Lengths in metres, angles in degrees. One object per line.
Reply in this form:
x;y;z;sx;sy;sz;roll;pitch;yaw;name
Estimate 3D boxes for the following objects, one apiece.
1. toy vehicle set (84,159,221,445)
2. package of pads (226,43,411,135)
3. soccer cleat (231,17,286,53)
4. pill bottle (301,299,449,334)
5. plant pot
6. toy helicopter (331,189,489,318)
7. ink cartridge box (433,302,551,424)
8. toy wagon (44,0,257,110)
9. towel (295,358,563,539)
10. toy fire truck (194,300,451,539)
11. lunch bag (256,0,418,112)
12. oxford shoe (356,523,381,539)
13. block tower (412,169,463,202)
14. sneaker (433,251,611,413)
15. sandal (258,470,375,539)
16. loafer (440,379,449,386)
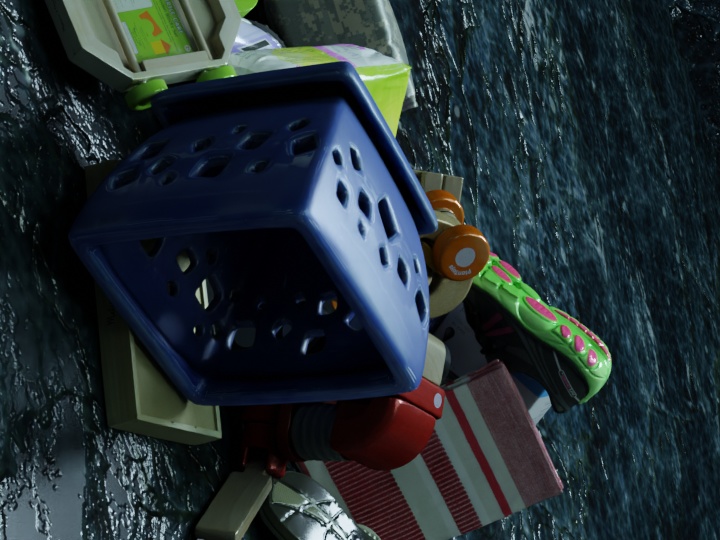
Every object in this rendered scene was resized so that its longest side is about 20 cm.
-0.156;0.026;1.449;0.124;0.026;0.201;26;54;-62;toy vehicle set
-0.047;-0.109;1.590;0.200;0.068;0.155;-14;122;-52;package of pads
-0.121;-0.189;1.609;0.200;0.068;0.073;45;38;-44;soccer cleat
0.026;0.020;1.757;0.200;0.119;0.120;5;72;-66;pill bottle
-0.061;-0.033;1.386;0.200;0.199;0.180;58;37;-40;plant pot
0.000;0.000;1.571;0.199;0.133;0.079;7;27;-25;toy helicopter
0.099;0.119;1.746;0.116;0.200;0.068;43;23;18;ink cartridge box
-0.148;-0.206;1.475;0.199;0.040;0.156;-16;79;-42;toy wagon
0.059;0.172;1.652;0.023;0.199;0.144;-98;163;-64;towel
-0.040;0.128;1.499;0.129;0.175;0.201;32;63;-52;toy fire truck
-0.027;-0.217;1.770;0.200;0.117;0.165;-109;180;-81;lunch bag
0.002;0.313;1.619;0.058;0.075;0.201;114;-33;-60;oxford shoe
0.033;-0.067;1.719;0.200;0.054;0.058;-166;-95;-73;block tower
0.121;0.048;1.648;0.200;0.084;0.077;41;22;20;sneaker
-0.017;0.252;1.579;0.201;0.057;0.080;51;39;-2;sandal
0.037;0.179;1.695;0.073;0.072;0.201;-19;115;-56;loafer
